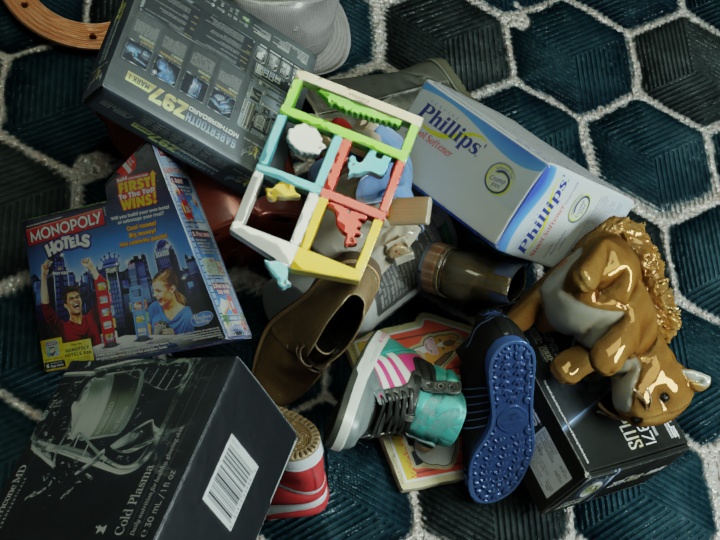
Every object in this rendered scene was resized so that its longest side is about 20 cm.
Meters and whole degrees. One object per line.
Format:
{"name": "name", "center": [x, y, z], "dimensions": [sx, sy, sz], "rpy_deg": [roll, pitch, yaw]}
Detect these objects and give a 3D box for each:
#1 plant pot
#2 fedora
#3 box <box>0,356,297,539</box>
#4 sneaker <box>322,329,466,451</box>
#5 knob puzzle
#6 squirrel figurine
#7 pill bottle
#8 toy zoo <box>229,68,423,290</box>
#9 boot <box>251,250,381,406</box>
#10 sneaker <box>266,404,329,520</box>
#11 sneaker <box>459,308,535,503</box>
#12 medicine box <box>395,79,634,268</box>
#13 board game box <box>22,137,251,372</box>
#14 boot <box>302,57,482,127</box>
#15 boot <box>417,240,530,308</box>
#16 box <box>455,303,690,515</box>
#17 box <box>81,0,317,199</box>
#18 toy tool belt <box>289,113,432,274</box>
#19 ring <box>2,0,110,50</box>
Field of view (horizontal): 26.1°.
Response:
{"name": "plant pot", "center": [-0.153, -0.112, 1.588], "dimensions": [0.200, 0.201, 0.196], "rpy_deg": [-12, 72, -26]}
{"name": "fedora", "center": [-0.093, -0.314, 1.787], "dimensions": [0.199, 0.090, 0.178], "rpy_deg": [6, 58, -17]}
{"name": "box", "center": [-0.191, 0.189, 1.361], "dimensions": [0.124, 0.195, 0.201], "rpy_deg": [56, 42, -37]}
{"name": "sneaker", "center": [0.040, 0.137, 1.508], "dimensions": [0.120, 0.084, 0.200], "rpy_deg": [26, 26, 3]}
{"name": "knob puzzle", "center": [0.102, 0.127, 1.623], "dimensions": [0.218, 0.031, 0.221], "rpy_deg": [10, 57, -15]}
{"name": "squirrel figurine", "center": [0.271, 0.054, 1.552], "dimensions": [0.187, 0.141, 0.200], "rpy_deg": [47, 45, -3]}
{"name": "pill bottle", "center": [0.000, 0.000, 1.613], "dimensions": [0.113, 0.113, 0.200], "rpy_deg": [46, 55, 11]}
{"name": "toy zoo", "center": [-0.036, -0.074, 1.441], "dimensions": [0.130, 0.020, 0.201], "rpy_deg": [21, 77, 2]}
{"name": "boot", "center": [-0.051, 0.072, 1.495], "dimensions": [0.073, 0.200, 0.076], "rpy_deg": [28, 33, -14]}
{"name": "sneaker", "center": [-0.106, 0.168, 1.506], "dimensions": [0.071, 0.113, 0.199], "rpy_deg": [-36, 46, -27]}
{"name": "sneaker", "center": [0.132, 0.133, 1.542], "dimensions": [0.070, 0.201, 0.078], "rpy_deg": [-2, 31, -16]}
{"name": "medicine box", "center": [0.154, -0.093, 1.620], "dimensions": [0.182, 0.103, 0.199], "rpy_deg": [39, 14, 34]}
{"name": "board game box", "center": [-0.219, -0.017, 1.488], "dimensions": [0.199, 0.062, 0.201], "rpy_deg": [-10, 85, 20]}
{"name": "boot", "center": [0.040, -0.164, 1.757], "dimensions": [0.199, 0.073, 0.182], "rpy_deg": [-14, 52, -34]}
{"name": "boot", "center": [0.141, 0.014, 1.624], "dimensions": [0.096, 0.075, 0.200], "rpy_deg": [17, 6, 26]}
{"name": "box", "center": [0.219, 0.132, 1.610], "dimensions": [0.163, 0.086, 0.201], "rpy_deg": [-8, 62, -40]}
{"name": "box", "center": [-0.149, -0.182, 1.475], "dimensions": [0.199, 0.051, 0.159], "rpy_deg": [28, 59, -25]}
{"name": "toy tool belt", "center": [0.013, -0.096, 1.533], "dimensions": [0.125, 0.123, 0.201], "rpy_deg": [28, 38, -39]}
{"name": "ring", "center": [-0.314, -0.326, 1.756], "dimensions": [0.199, 0.019, 0.202], "rpy_deg": [10, 57, -16]}
